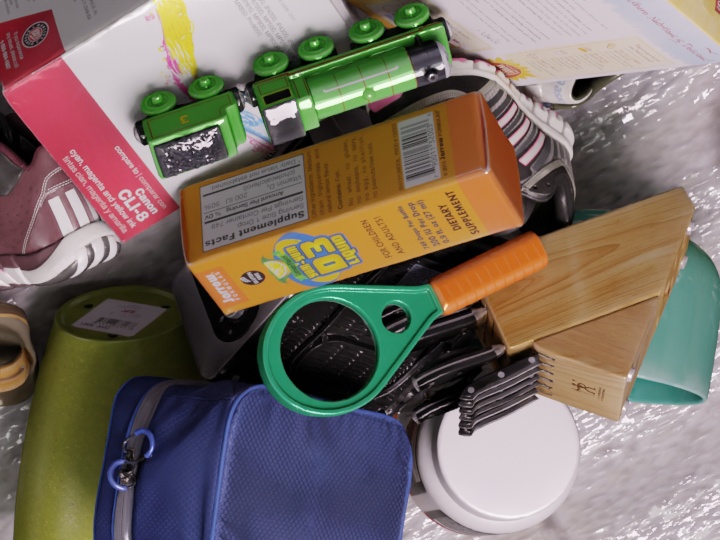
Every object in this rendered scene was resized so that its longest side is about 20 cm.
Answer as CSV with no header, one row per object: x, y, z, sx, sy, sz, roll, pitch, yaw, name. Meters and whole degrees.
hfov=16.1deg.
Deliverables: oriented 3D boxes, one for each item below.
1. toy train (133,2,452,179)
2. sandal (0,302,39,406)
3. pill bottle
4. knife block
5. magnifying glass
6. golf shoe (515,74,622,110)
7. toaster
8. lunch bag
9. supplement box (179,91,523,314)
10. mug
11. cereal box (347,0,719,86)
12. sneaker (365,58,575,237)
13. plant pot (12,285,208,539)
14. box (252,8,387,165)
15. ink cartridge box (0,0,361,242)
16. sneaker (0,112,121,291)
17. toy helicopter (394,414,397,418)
-0.037,-0.105,1.498,0.199,0.056,0.042,-19,128,-2,toy train
-0.254,0.063,1.684,0.080,0.054,0.200,-4,159,3,sandal
0.091,0.126,1.764,0.113,0.200,0.115,0,84,-4,pill bottle
0.105,0.017,1.638,0.175,0.201,0.064,20,153,11,knife block
0.027,0.027,1.576,0.199,0.022,0.080,-25,87,-17,magnifying glass
0.107,-0.138,1.670,0.199,0.097,0.078,-24,128,4,golf shoe
0.000,0.000,1.695,0.200,0.119,0.181,18,124,-43,toaster
-0.080,0.143,1.623,0.200,0.132,0.137,19,77,-44,lunch bag
-0.007,-0.039,1.530,0.199,0.069,0.067,-16,143,17,supplement box
0.158,0.020,1.762,0.184,0.152,0.115,12,81,-7,mug
0.112,-0.161,1.531,0.199,0.040,0.144,-4,156,38,cereal box
0.078,-0.069,1.600,0.074,0.088,0.200,-25,154,28,sneaker
-0.154,0.120,1.741,0.186,0.187,0.201,-7,114,-10,plant pot
-0.043,-0.118,1.678,0.039,0.042,0.200,31,113,-31,box
-0.110,-0.151,1.571,0.199,0.146,0.145,-31,127,8,ink cartridge box
-0.235,-0.047,1.633,0.076,0.200,0.116,-30,103,-41,sneaker
-0.015,0.176,1.818,0.079,0.201,0.132,3,157,31,toy helicopter
